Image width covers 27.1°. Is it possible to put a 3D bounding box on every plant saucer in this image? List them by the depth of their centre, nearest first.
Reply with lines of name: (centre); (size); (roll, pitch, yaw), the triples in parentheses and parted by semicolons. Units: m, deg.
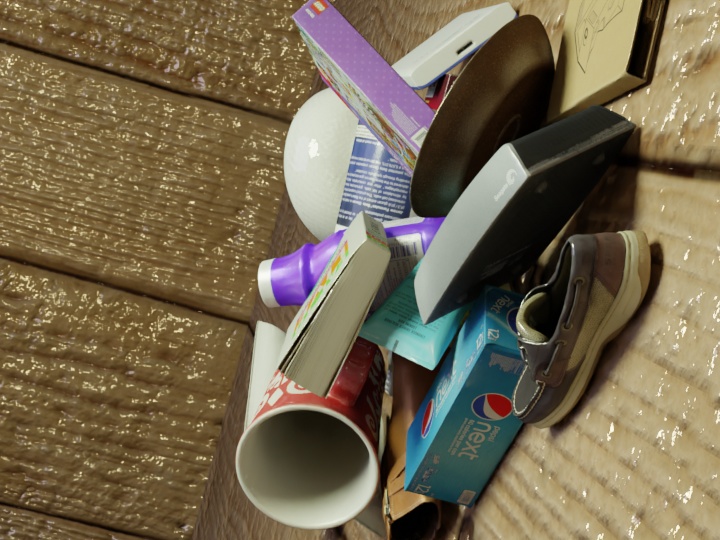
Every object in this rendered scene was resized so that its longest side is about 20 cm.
plant saucer: (0.116, -0.125, 1.300); (0.200, 0.037, 0.201); (-47, -23, -26)

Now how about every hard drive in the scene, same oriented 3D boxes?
hard drive: (0.118, -0.044, 1.147); (0.042, 0.134, 0.200); (52, 144, 17)
hard drive: (0.095, -0.247, 1.666); (0.132, 0.025, 0.200); (-37, 10, -3)

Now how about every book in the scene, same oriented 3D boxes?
book: (-0.018, 0.023, 1.304); (0.134, 0.048, 0.200); (-60, 5, 6)

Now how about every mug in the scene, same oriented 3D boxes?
mug: (-0.021, 0.129, 1.445); (0.177, 0.134, 0.200); (-34, 16, 19)

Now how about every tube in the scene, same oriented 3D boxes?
tube: (0.083, -0.003, 1.260); (0.200, 0.077, 0.051); (-50, -38, -28)

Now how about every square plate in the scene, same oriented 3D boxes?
square plate: (-0.038, 0.162, 1.598); (0.028, 0.200, 0.199); (-39, 26, 25)

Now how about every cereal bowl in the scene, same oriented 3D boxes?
cereal bowl: (0.014, -0.119, 1.708); (0.083, 0.199, 0.202); (-6, 68, 53)

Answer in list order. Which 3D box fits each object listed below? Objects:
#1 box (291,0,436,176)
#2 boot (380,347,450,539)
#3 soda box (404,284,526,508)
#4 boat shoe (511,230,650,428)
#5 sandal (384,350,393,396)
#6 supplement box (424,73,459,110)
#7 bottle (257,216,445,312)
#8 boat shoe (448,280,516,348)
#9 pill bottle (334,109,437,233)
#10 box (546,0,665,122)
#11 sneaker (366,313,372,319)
box: (0.023, -0.153, 1.389); (0.039, 0.200, 0.137); (-40, -21, -4)
boot: (0.053, 0.151, 1.361); (0.156, 0.076, 0.201); (-85, 11, -53)
soda box: (0.096, 0.107, 1.225); (0.068, 0.064, 0.201); (-85, 14, -45)
boat shoe: (0.141, 0.040, 1.060); (0.201, 0.064, 0.072); (115, 165, -50)
sandal: (0.063, 0.079, 1.529); (0.203, 0.049, 0.083); (94, -159, -69)
supplement box: (0.086, -0.109, 1.622); (0.109, 0.060, 0.202); (-140, 66, -80)
bottle: (0.000, 0.000, 1.441); (0.065, 0.198, 0.084); (-54, -49, -65)
boat shoe: (0.098, 0.002, 1.335); (0.201, 0.075, 0.072); (-89, 16, -55)
pill bottle: (0.035, -0.067, 1.517); (0.111, 0.110, 0.202); (-152, 74, -80)
box: (0.204, -0.213, 1.205); (0.200, 0.021, 0.165); (162, 122, -78)
sneaker: (0.026, 0.007, 1.668); (0.200, 0.087, 0.076); (98, 180, -73)
